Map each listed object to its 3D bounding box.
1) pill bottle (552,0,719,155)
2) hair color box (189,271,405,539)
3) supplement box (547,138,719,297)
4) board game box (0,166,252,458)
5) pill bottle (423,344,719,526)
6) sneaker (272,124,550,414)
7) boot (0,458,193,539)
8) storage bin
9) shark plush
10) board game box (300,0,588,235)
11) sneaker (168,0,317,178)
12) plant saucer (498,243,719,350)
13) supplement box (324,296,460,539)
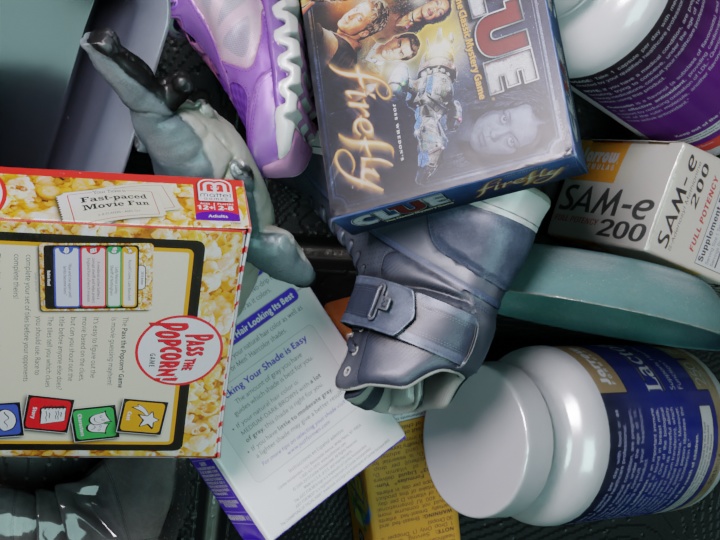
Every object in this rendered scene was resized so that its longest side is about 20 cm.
[{"bbox_3d":[0.166,-0.150,0.780,0.199,0.112,0.113,23,100,-42],"label":"pill bottle"},{"bbox_3d":[-0.076,0.050,0.780,0.109,0.065,0.201,-34,95,-22],"label":"hair color box"},{"bbox_3d":[0.243,-0.018,0.860,0.198,0.126,0.074,21,88,-21],"label":"supplement box"},{"bbox_3d":[-0.162,0.025,0.650,0.198,0.046,0.153,3,125,-14],"label":"board game box"},{"bbox_3d":[0.143,0.107,0.851,0.199,0.115,0.117,2,108,-40],"label":"pill bottle"},{"bbox_3d":[-0.001,0.000,0.755,0.077,0.201,0.148,20,90,-49],"label":"sneaker"},{"bbox_3d":[-0.176,0.142,0.828,0.130,0.070,0.202,3,102,-12],"label":"boot"},{"bbox_3d":[-0.202,-0.095,0.704,0.144,0.134,0.202,16,102,-21],"label":"storage bin"},{"bbox_3d":[-0.090,-0.035,0.666,0.083,0.091,0.201,-33,149,-11],"label":"shark plush"},{"bbox_3d":[0.037,-0.134,0.698,0.134,0.035,0.202,-14,73,18],"label":"board game box"},{"bbox_3d":[-0.076,-0.143,0.732,0.087,0.081,0.202,-10,75,0],"label":"sneaker"},{"bbox_3d":[0.145,0.015,0.818,0.198,0.200,0.036,14,84,-20],"label":"plant saucer"},{"bbox_3d":[0.023,0.118,0.878,0.068,0.067,0.202,-13,110,-12],"label":"supplement box"}]
